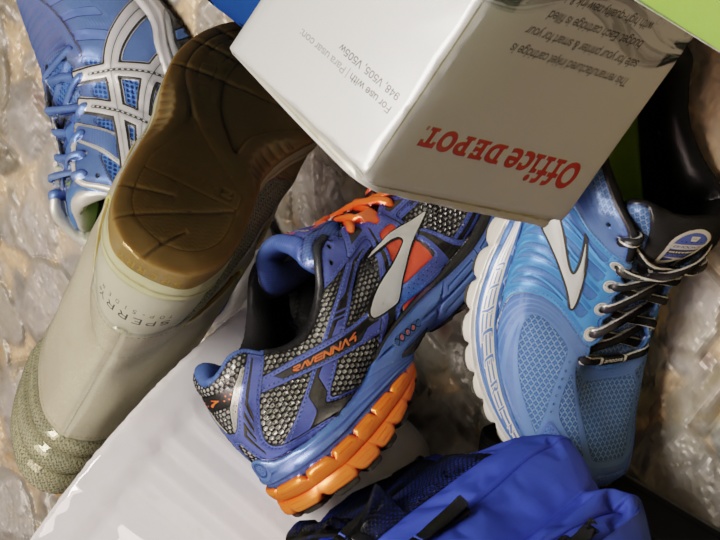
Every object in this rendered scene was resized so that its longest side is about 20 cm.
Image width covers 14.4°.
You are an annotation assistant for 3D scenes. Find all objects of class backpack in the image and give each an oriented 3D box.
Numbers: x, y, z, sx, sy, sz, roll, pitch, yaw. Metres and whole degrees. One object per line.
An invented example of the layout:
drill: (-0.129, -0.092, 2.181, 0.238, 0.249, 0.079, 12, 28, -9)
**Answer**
backpack: (0.022, 0.165, 1.078, 0.168, 0.200, 0.163, -24, 94, 60)

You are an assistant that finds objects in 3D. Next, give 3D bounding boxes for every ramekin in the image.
ramekin: (-0.059, 0.116, 1.235, 0.098, 0.200, 0.201, 39, 130, 10)

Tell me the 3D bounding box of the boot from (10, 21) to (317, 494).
boot: (-0.083, -0.008, 1.225, 0.072, 0.200, 0.155, 28, 127, -1)

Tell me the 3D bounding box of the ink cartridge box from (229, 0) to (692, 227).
ink cartridge box: (0.067, -0.123, 1.013, 0.083, 0.147, 0.200, 43, 107, 29)

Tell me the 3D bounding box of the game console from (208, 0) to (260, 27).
game console: (-0.056, -0.198, 1.192, 0.171, 0.118, 0.200, -62, 34, 9)

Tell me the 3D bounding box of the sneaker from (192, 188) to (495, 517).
sneaker: (0.000, 0.000, 1.151, 0.078, 0.200, 0.075, 41, 145, -20)

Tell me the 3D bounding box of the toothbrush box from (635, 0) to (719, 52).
toothbrush box: (0.182, -0.171, 0.921, 0.086, 0.145, 0.200, 38, 128, 33)

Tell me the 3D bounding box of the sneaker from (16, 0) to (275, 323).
sneaker: (-0.112, -0.062, 1.321, 0.200, 0.077, 0.076, 59, 138, 17)

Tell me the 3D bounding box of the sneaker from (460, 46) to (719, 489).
sneaker: (0.096, -0.006, 1.117, 0.089, 0.078, 0.200, 18, 115, 45)

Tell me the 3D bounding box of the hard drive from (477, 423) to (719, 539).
hard drive: (0.093, 0.180, 1.213, 0.139, 0.033, 0.200, 30, 123, 37)
